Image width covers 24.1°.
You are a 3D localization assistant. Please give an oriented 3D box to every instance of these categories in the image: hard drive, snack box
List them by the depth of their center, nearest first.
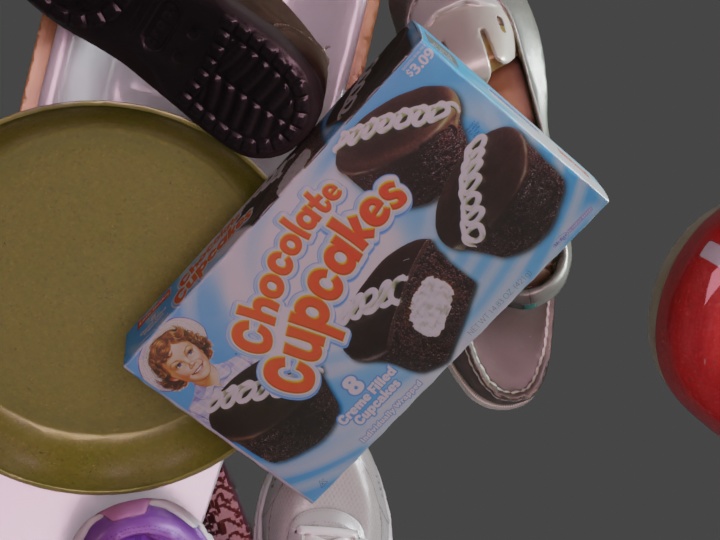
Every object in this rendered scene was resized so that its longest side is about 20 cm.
[{"bbox_3d":[0.000,0.000,0.761,0.116,0.037,0.200,38,105,-19],"label":"snack box"},{"bbox_3d":[-0.176,0.102,0.836,0.200,0.026,0.132,19,86,-12],"label":"hard drive"}]

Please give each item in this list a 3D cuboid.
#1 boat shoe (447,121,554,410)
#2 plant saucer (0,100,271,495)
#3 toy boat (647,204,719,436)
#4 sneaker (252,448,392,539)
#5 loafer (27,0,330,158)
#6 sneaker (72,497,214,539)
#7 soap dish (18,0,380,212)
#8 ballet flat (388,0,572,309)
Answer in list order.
[{"bbox_3d":[0.068,-0.026,0.872,0.072,0.060,0.202,-7,91,-12],"label":"boat shoe"},{"bbox_3d":[-0.121,0.012,0.790,0.200,0.031,0.200,-2,114,-5],"label":"plant saucer"},{"bbox_3d":[0.249,0.045,0.875,0.200,0.131,0.131,36,82,-10],"label":"toy boat"},{"bbox_3d":[-0.016,0.175,0.833,0.076,0.092,0.200,6,82,-11],"label":"sneaker"},{"bbox_3d":[-0.093,-0.130,0.761,0.200,0.071,0.073,46,115,0],"label":"loafer"},{"bbox_3d":[-0.093,0.208,0.799,0.080,0.088,0.200,-7,107,-11],"label":"sneaker"},{"bbox_3d":[-0.074,-0.124,0.832,0.157,0.081,0.200,14,86,-12],"label":"soap dish"},{"bbox_3d":[0.061,-0.079,0.809,0.067,0.064,0.200,-15,91,5],"label":"ballet flat"}]
